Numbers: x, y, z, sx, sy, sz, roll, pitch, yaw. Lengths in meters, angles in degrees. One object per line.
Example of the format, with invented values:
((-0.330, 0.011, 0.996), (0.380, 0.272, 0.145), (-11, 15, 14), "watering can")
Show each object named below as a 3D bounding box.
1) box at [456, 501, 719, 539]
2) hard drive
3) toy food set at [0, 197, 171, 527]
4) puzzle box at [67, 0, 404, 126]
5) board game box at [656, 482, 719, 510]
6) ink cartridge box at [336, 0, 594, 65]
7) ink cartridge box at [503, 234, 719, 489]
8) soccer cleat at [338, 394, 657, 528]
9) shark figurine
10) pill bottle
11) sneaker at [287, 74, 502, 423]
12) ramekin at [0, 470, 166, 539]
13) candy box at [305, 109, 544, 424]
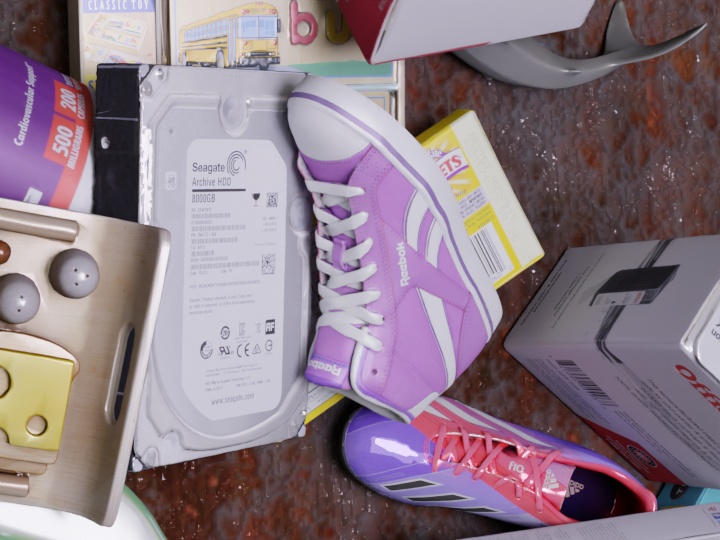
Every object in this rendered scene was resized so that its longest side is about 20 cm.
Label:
((0.123, 0.218, 1.007), (0.198, 0.036, 0.146), (-5, 116, -15), "box")
((-0.079, -0.005, 0.890), (0.139, 0.038, 0.202), (-4, 97, -53), "hard drive")
((-0.196, 0.035, 0.779), (0.198, 0.060, 0.145), (11, 91, -17), "toy food set")
((-0.066, -0.105, 0.971), (0.198, 0.025, 0.135), (-5, 99, -24), "puzzle box")
((0.276, 0.154, 1.112), (0.151, 0.047, 0.201), (39, 74, -18), "board game box")
((0.038, -0.226, 0.955), (0.146, 0.086, 0.201), (-15, 66, -24), "ink cartridge box")
((0.198, 0.057, 0.998), (0.144, 0.200, 0.084), (41, 74, -17), "ink cartridge box")
((0.084, 0.118, 1.014), (0.198, 0.073, 0.069), (18, 81, -22), "soccer cleat")
((0.095, -0.148, 1.024), (0.213, 0.089, 0.129), (26, 79, -19), "shark figurine")
((-0.228, -0.074, 0.847), (0.199, 0.112, 0.114), (24, 79, -32), "pill bottle")
((0.001, 0.000, 0.910), (0.114, 0.072, 0.201), (-48, 124, -23), "sneaker")
((-0.185, 0.181, 0.865), (0.198, 0.097, 0.202), (6, 78, -27), "ramekin")
((0.006, 0.002, 0.993), (0.199, 0.026, 0.103), (-34, 107, -14), "candy box")
